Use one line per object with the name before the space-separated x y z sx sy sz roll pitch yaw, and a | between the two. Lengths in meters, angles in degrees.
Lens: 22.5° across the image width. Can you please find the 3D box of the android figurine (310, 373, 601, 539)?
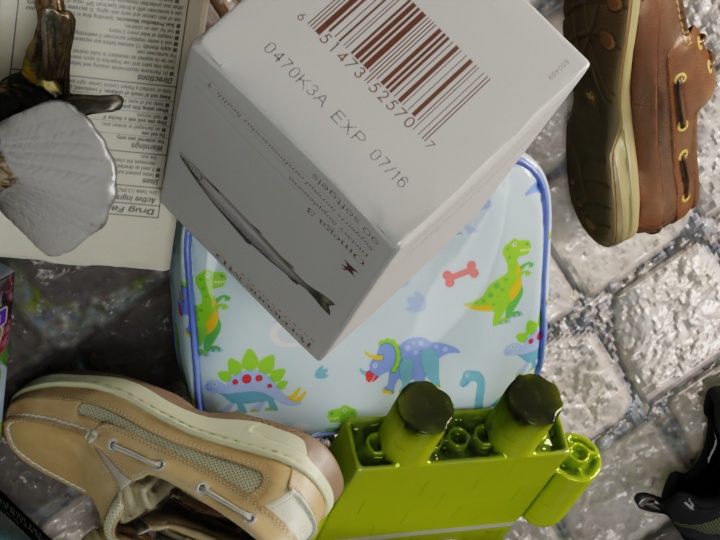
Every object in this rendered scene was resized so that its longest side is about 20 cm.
android figurine | 0.036 0.122 0.992 0.182 0.041 0.200 -2 147 -21

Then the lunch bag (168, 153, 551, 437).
lunch bag | 0.000 0.000 0.954 0.199 0.082 0.161 -8 116 -11

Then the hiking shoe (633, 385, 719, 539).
hiking shoe | 0.256 0.092 1.065 0.101 0.076 0.200 35 102 -28

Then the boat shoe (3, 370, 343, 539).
boat shoe | -0.111 0.103 0.915 0.076 0.200 0.072 -56 140 -36

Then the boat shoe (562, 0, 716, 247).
boat shoe | 0.150 -0.110 0.956 0.067 0.072 0.201 -13 122 -15

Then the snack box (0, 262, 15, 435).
snack box | -0.252 0.085 0.863 0.053 0.200 0.143 25 122 22

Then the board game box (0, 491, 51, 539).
board game box | -0.197 0.227 1.031 0.135 0.028 0.200 -39 117 3

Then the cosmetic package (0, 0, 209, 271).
cosmetic package | -0.132 -0.107 0.878 0.105 0.071 0.201 6 111 -16

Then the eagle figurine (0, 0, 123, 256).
eagle figurine | -0.213 -0.054 0.777 0.200 0.151 0.152 -12 73 -32

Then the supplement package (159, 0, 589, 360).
supplement package | -0.003 -0.058 0.792 0.117 0.200 0.117 44 72 4

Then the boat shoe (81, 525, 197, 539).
boat shoe | -0.075 0.189 1.029 0.063 0.073 0.200 -47 127 2
